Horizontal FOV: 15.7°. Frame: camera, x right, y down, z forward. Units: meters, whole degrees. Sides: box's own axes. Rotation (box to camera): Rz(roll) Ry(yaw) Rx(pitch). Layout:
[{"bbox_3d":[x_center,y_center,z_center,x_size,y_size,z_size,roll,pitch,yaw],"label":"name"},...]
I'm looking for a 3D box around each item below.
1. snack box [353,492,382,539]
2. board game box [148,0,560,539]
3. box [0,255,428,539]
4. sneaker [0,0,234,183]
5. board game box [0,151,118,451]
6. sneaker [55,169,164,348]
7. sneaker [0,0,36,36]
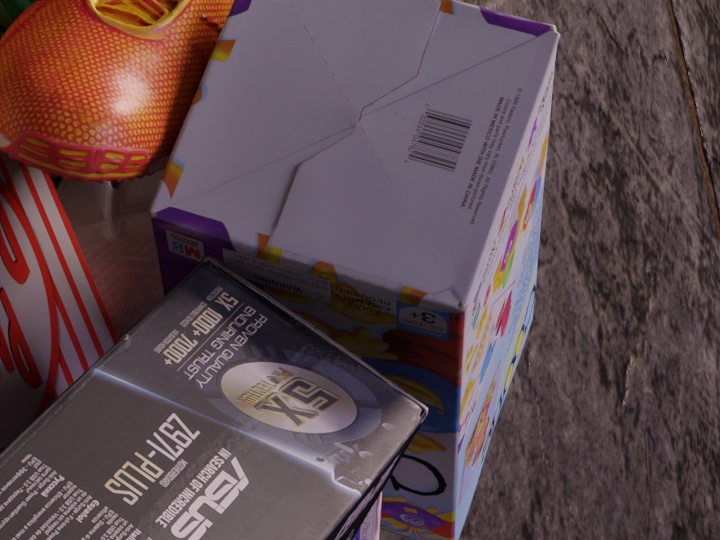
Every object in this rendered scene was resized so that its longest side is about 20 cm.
[{"bbox_3d":[-0.013,0.128,0.938,0.200,0.024,0.072,103,-10,-70],"label":"snack box"},{"bbox_3d":[0.000,0.000,0.878,0.200,0.103,0.105,88,20,-62],"label":"board game box"},{"bbox_3d":[-0.085,0.118,0.753,0.200,0.086,0.164,-46,168,-50],"label":"box"},{"bbox_3d":[-0.072,-0.093,0.843,0.200,0.073,0.077,-69,177,-55],"label":"sneaker"},{"bbox_3d":[-0.153,-0.011,0.801,0.152,0.046,0.200,-45,117,-59],"label":"board game box"},{"bbox_3d":[-0.066,-0.046,0.951,0.082,0.077,0.200,76,32,-59],"label":"sneaker"},{"bbox_3d":[-0.117,-0.168,0.853,0.074,0.083,0.200,-60,161,-55],"label":"sneaker"}]
